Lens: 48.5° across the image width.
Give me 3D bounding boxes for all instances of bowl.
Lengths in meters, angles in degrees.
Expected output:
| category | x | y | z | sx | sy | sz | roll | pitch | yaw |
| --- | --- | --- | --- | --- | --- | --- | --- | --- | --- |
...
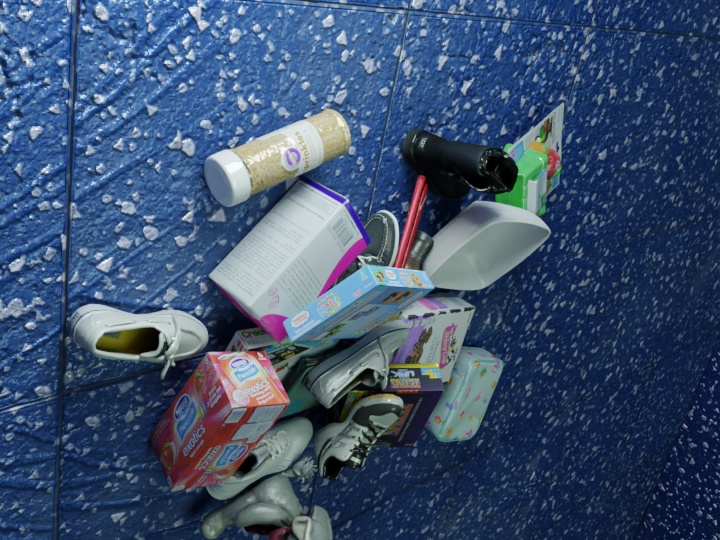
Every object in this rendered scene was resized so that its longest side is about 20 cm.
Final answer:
| category | x | y | z | sx | sy | sz | roll | pitch | yaw |
| --- | --- | --- | --- | --- | --- | --- | --- | --- | --- |
| bowl | 0.213 | -0.051 | 1.412 | 0.199 | 0.075 | 0.200 | 5 | 143 | -46 |

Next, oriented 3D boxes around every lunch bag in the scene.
| category | x | y | z | sx | sy | sz | roll | pitch | yaw |
| --- | --- | --- | --- | --- | --- | --- | --- | --- | --- |
| lunch bag | 0.211 | 0.258 | 1.662 | 0.160 | 0.077 | 0.201 | 7 | 109 | -51 |

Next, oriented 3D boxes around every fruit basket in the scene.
| category | x | y | z | sx | sy | sz | roll | pitch | yaw |
| --- | --- | --- | --- | --- | --- | --- | --- | --- | --- |
| fruit basket | 0.331 | -0.186 | 1.485 | 0.200 | 0.093 | 0.186 | -36 | 137 | -31 |

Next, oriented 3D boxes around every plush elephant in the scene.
| category | x | y | z | sx | sy | sz | roll | pitch | yaw |
| --- | --- | --- | --- | --- | --- | --- | --- | --- | --- |
| plush elephant | -0.121 | 0.418 | 1.285 | 0.199 | 0.155 | 0.165 | -35 | 158 | 7 |

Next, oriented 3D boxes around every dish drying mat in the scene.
| category | x | y | z | sx | sy | sz | roll | pitch | yaw |
| --- | --- | --- | --- | --- | --- | --- | --- | --- | --- |
| dish drying mat | 0.077 | -0.049 | 1.282 | 0.077 | 0.018 | 0.201 | 84 | 20 | -70 |

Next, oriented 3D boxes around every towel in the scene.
| category | x | y | z | sx | sy | sz | roll | pitch | yaw |
| --- | --- | --- | --- | --- | --- | --- | --- | --- | --- |
| towel | -0.061 | 0.179 | 1.311 | 0.199 | 0.022 | 0.147 | -9 | 142 | -53 |

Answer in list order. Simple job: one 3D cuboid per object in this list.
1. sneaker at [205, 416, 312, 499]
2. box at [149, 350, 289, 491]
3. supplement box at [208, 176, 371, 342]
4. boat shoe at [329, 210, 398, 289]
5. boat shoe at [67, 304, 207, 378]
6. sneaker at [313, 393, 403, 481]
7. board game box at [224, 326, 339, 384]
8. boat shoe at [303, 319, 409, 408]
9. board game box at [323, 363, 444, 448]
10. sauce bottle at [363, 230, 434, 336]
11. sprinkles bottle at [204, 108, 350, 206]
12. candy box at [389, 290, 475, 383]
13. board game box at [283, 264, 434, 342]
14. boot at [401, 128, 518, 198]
| category | x | y | z | sx | sy | sz | roll | pitch | yaw |
| --- | --- | --- | --- | --- | --- | --- | --- | --- | --- |
| sneaker | -0.151 | 0.295 | 1.270 | 0.199 | 0.075 | 0.087 | -31 | 171 | -34 |
| box | -0.199 | 0.209 | 1.111 | 0.099 | 0.096 | 0.200 | 4 | 134 | -44 |
| supplement box | -0.096 | -0.017 | 1.122 | 0.200 | 0.103 | 0.101 | -48 | 142 | -14 |
| boat shoe | 0.000 | 0.000 | 1.260 | 0.060 | 0.075 | 0.201 | -3 | 116 | -53 |
| boat shoe | -0.262 | 0.092 | 1.013 | 0.201 | 0.086 | 0.075 | 19 | 100 | -51 |
| sneaker | 0.002 | 0.274 | 1.291 | 0.075 | 0.088 | 0.200 | 24 | 130 | -30 |
| board game box | -0.124 | 0.130 | 1.210 | 0.199 | 0.035 | 0.127 | -7 | 141 | -45 |
| boat shoe | 0.015 | 0.154 | 1.245 | 0.201 | 0.086 | 0.075 | -27 | 152 | -32 |
| board game box | 0.035 | 0.236 | 1.366 | 0.164 | 0.057 | 0.201 | 2 | 140 | -14 |
| sauce bottle | 0.059 | 0.025 | 1.346 | 0.201 | 0.064 | 0.065 | -56 | 142 | -13 |
| sprinkles bottle | -0.106 | -0.151 | 1.049 | 0.199 | 0.068 | 0.069 | -30 | 134 | -32 |
| candy box | 0.102 | 0.133 | 1.462 | 0.199 | 0.071 | 0.169 | -5 | 119 | -45 |
| board game box | 0.003 | 0.049 | 1.134 | 0.151 | 0.037 | 0.200 | -34 | 162 | 21 |
| boot | 0.177 | -0.152 | 1.273 | 0.200 | 0.168 | 0.077 | 32 | 84 | -52 |
